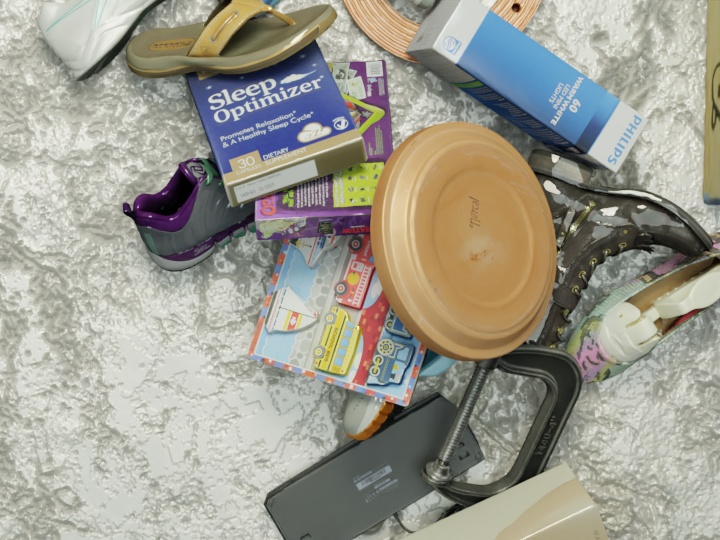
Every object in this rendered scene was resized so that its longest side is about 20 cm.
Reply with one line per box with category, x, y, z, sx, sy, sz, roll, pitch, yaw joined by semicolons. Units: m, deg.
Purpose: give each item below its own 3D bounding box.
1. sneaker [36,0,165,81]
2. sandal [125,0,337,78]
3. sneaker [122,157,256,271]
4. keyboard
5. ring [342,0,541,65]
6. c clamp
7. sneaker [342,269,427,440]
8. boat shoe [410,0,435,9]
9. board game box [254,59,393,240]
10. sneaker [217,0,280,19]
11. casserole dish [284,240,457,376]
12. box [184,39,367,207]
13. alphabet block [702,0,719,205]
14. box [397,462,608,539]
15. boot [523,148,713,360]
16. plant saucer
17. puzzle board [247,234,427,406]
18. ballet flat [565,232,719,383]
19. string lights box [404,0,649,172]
sneaker;-0.202;-0.262;1.445;0.200;0.070;0.080;-44;92;-2
sandal;-0.119;-0.209;1.419;0.199;0.080;0.054;-3;125;22
sneaker;-0.110;-0.077;1.439;0.200;0.088;0.075;-34;53;-3
keyboard;0.024;0.210;1.502;0.199;0.021;0.127;-30;93;-3
ring;0.073;-0.286;1.494;0.199;0.019;0.202;0;92;-6
c clamp;0.111;0.128;1.450;0.170;0.027;0.201;4;117;-26
sneaker;0.015;0.048;1.438;0.092;0.076;0.201;20;83;16
boat shoe;0.078;-0.334;1.448;0.065;0.074;0.203;25;96;-10
board game box;-0.032;-0.107;1.411;0.119;0.201;0.032;0;136;-3
sneaker;-0.071;-0.317;1.444;0.078;0.090;0.201;28;91;-5
casserole dish;0.017;0.009;1.487;0.121;0.039;0.200;-40;94;-3
box;-0.080;-0.145;1.410;0.121;0.200;0.032;-20;135;-4
alphabet block;0.422;-0.157;1.442;0.195;0.195;0.201;1;91;-7
box;0.121;0.265;1.469;0.199;0.078;0.095;-25;118;-4
boot;0.197;0.002;1.467;0.199;0.069;0.175;23;87;4
plant saucer;0.094;-0.026;1.363;0.200;0.032;0.201;9;76;-39
puzzle board;0.000;0.000;1.404;0.150;0.017;0.201;16;82;15
ballet flat;0.274;0.035;1.492;0.200;0.071;0.069;-35;101;-3
string lights box;0.145;-0.163;1.448;0.200;0.103;0.059;32;89;-14
